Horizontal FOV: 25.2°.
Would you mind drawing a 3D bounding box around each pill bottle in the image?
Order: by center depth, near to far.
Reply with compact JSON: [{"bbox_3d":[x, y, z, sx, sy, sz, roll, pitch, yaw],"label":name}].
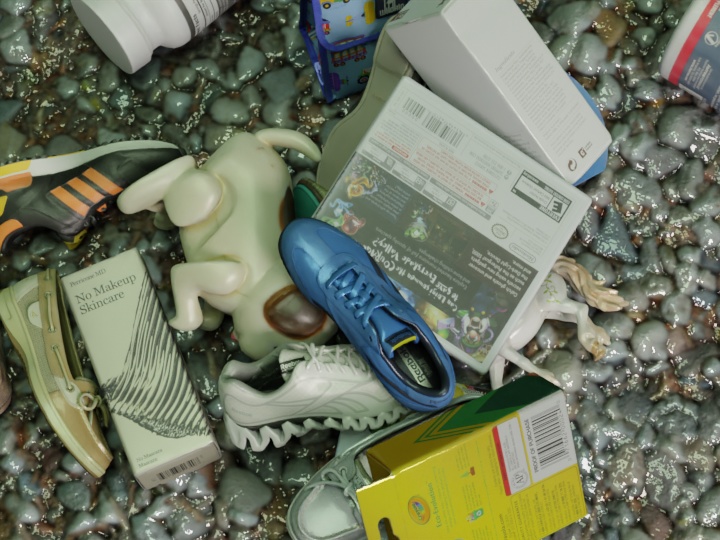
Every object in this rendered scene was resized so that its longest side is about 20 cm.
[{"bbox_3d":[0.395,-0.188,1.523,0.199,0.120,0.120,32,74,11],"label":"pill bottle"},{"bbox_3d":[-0.177,-0.291,1.569,0.200,0.116,0.116,-41,74,-13],"label":"pill bottle"}]

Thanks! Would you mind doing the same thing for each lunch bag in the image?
[{"bbox_3d":[0.021,-0.260,1.510,0.150,0.200,0.095,-18,70,-5],"label":"lunch bag"}]

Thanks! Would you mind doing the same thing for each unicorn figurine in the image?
[{"bbox_3d":[0.139,0.055,1.468,0.200,0.074,0.138,-34,75,-31],"label":"unicorn figurine"}]

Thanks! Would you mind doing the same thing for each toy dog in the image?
[{"bbox_3d":[-0.093,-0.010,1.457,0.193,0.140,0.201,-30,78,-2],"label":"toy dog"}]

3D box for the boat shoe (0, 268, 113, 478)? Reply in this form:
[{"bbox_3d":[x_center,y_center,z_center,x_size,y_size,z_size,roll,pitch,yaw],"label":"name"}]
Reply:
[{"bbox_3d":[-0.265,0.091,1.458,0.063,0.073,0.201,-28,65,-4],"label":"boat shoe"}]

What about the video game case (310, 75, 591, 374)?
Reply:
[{"bbox_3d":[0.072,-0.039,1.399,0.199,0.023,0.182,33,83,-2],"label":"video game case"}]

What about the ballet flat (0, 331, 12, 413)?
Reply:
[{"bbox_3d":[-0.362,0.037,1.479,0.068,0.067,0.201,-20,71,-6],"label":"ballet flat"}]

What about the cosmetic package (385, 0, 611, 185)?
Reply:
[{"bbox_3d":[0.123,-0.167,1.438,0.074,0.101,0.200,-46,112,-22],"label":"cosmetic package"}]

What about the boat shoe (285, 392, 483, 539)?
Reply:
[{"bbox_3d":[0.025,0.168,1.370,0.201,0.065,0.075,-29,71,-11],"label":"boat shoe"}]

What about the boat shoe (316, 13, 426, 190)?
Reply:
[{"bbox_3d":[0.024,-0.147,1.516,0.067,0.057,0.201,38,114,29],"label":"boat shoe"}]

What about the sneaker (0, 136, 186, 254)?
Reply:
[{"bbox_3d":[-0.257,-0.068,1.523,0.199,0.070,0.091,-10,85,-3],"label":"sneaker"}]

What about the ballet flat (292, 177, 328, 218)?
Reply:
[{"bbox_3d":[0.000,0.000,1.495,0.070,0.071,0.201,-23,71,-8],"label":"ballet flat"}]

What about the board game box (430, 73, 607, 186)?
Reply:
[{"bbox_3d":[0.133,-0.118,1.546,0.199,0.039,0.158,-28,68,-15],"label":"board game box"}]

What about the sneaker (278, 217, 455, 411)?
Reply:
[{"bbox_3d":[0.010,0.032,1.336,0.066,0.078,0.200,-39,89,-11],"label":"sneaker"}]

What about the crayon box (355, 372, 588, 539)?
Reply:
[{"bbox_3d":[0.085,0.182,1.335,0.199,0.051,0.128,-22,115,-20],"label":"crayon box"}]

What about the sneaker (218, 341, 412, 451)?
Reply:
[{"bbox_3d":[-0.027,0.095,1.388,0.199,0.081,0.075,-15,39,1],"label":"sneaker"}]

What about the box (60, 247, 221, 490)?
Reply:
[{"bbox_3d":[-0.198,0.089,1.457,0.082,0.068,0.201,-24,72,-6],"label":"box"}]

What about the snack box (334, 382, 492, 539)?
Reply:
[{"bbox_3d":[0.044,0.195,1.423,0.141,0.053,0.201,10,70,6],"label":"snack box"}]
